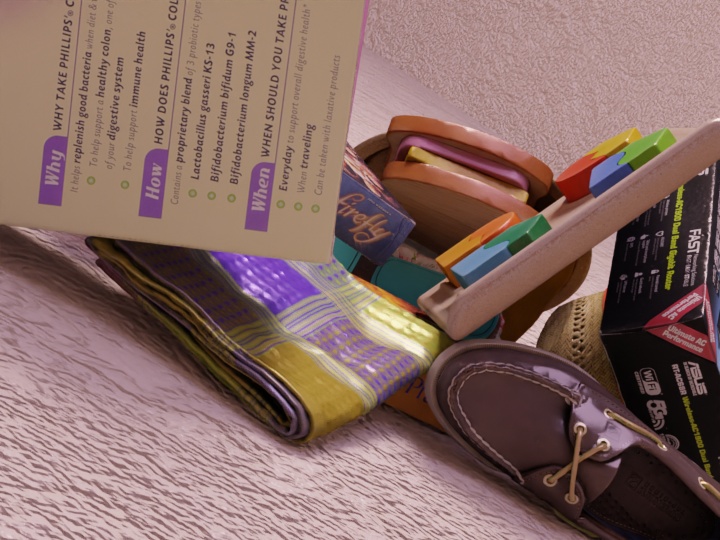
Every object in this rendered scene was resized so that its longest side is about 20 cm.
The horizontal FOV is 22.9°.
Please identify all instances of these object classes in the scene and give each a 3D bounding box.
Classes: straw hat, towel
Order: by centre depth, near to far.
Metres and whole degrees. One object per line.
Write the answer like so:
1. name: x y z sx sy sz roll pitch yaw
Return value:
1. towel: -0.039 0.017 0.885 0.144 0.023 0.200 40 21 14
2. straw hat: 0.161 0.061 1.166 0.085 0.201 0.201 -11 -8 22

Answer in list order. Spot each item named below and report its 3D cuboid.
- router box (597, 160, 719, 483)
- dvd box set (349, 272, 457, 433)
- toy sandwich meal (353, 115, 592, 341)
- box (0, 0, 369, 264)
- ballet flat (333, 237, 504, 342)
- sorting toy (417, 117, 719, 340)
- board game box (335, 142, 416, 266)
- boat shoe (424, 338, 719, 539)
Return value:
1. router box: 0.203 0.037 1.080 0.200 0.062 0.150 -69 143 -53
2. dvd box set: -0.022 0.024 1.005 0.200 0.029 0.146 27 11 -22
3. toy sandwich meal: 0.063 -0.019 1.189 0.205 0.205 0.070 29 52 -8
4. box: -0.100 -0.108 0.824 0.200 0.176 0.097 7 12 -4
5. ballet flat: 0.000 0.000 1.141 0.200 0.076 0.064 35 -21 0
6. sorting toy: 0.113 -0.030 0.998 0.036 0.185 0.200 55 -1 -2
7. board game box: -0.067 -0.091 1.008 0.200 0.035 0.136 34 12 -39
8. boat shoe: 0.123 0.102 0.935 0.200 0.072 0.060 34 5 -19
